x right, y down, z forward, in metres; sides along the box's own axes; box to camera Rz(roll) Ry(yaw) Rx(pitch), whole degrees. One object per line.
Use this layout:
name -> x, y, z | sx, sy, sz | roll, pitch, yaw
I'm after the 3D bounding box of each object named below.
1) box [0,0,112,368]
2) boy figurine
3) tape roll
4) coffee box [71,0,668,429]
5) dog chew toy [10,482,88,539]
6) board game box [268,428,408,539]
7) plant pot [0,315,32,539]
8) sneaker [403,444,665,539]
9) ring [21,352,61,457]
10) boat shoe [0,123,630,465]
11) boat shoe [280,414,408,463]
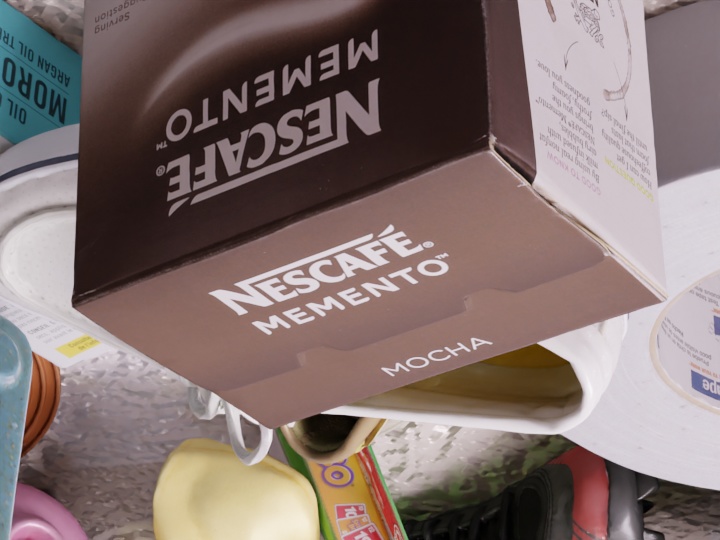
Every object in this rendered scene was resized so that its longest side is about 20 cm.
box -> -0.130, -0.043, 0.827 | 0.082, 0.049, 0.200 | -23, 139, 32
boy figurine -> -0.069, 0.144, 0.999 | 0.064, 0.124, 0.200 | 27, 133, 6
tape roll -> 0.144, -0.004, 0.858 | 0.199, 0.066, 0.201 | 2, 146, 1
coffee box -> 0.000, -0.078, 0.631 | 0.113, 0.201, 0.080 | -20, 145, 28
dog chew toy -> -0.164, 0.140, 1.026 | 0.124, 0.125, 0.200 | 18, 147, -23
board game box -> -0.012, 0.121, 1.022 | 0.030, 0.096, 0.200 | -12, 148, -17
plant pot -> -0.214, 0.077, 0.843 | 0.200, 0.196, 0.196 | -25, 136, 35
sneaker -> 0.050, 0.124, 1.046 | 0.097, 0.071, 0.201 | 10, 147, -15
ring -> -0.210, 0.040, 0.982 | 0.199, 0.019, 0.201 | 1, 145, 1
boat shoe -> -0.026, 0.016, 0.765 | 0.201, 0.086, 0.075 | 11, 127, 5
boat shoe -> 0.000, 0.000, 0.848 | 0.074, 0.066, 0.200 | 35, 154, 24
